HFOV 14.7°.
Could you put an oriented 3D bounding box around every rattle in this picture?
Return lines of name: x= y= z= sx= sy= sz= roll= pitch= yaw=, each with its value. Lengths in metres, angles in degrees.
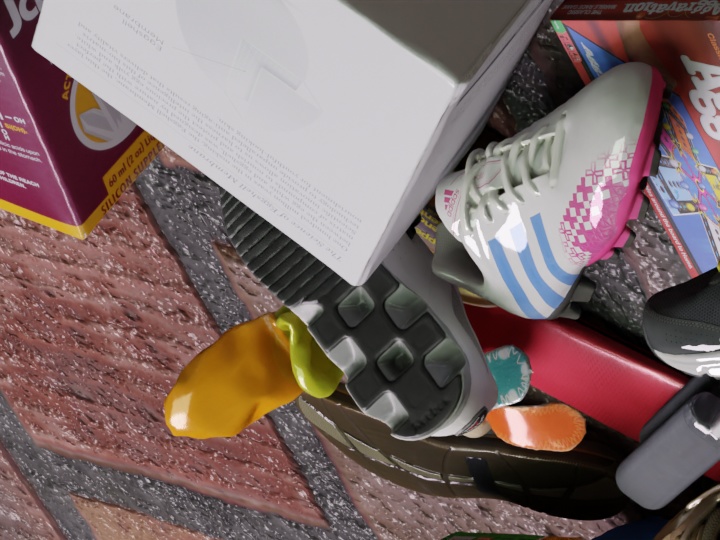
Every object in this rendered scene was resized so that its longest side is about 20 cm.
rattle: x=0.001 y=0.069 z=1.456 sx=0.200 sy=0.143 sz=0.131 roll=43 pitch=155 yaw=34

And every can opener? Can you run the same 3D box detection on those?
can opener: x=0.182 y=0.073 z=1.345 sx=0.066 sy=0.053 sz=0.200 roll=39 pitch=153 yaw=-3

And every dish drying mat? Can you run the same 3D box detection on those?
dish drying mat: x=0.127 y=0.055 z=1.460 sx=0.199 sy=0.018 sz=0.077 roll=26 pitch=150 yaw=21

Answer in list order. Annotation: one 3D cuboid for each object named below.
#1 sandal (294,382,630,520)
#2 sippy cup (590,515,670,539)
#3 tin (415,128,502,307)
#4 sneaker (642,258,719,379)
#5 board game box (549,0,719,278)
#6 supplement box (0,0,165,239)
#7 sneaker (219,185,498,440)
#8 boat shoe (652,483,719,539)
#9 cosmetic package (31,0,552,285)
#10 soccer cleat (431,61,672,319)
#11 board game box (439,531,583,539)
sandal: x=0.060 y=0.088 z=1.559 sx=0.199 sy=0.055 sz=0.082 roll=9 pitch=148 yaw=21
sippy cup: x=0.164 y=0.213 z=1.538 sx=0.177 sy=0.140 sz=0.131 roll=-15 pitch=111 yaw=46
tin: x=0.010 y=-0.057 z=1.416 sx=0.200 sy=0.042 sz=0.112 roll=34 pitch=148 yaw=8
sneaker: x=0.200 y=-0.018 z=1.202 sx=0.199 sy=0.074 sz=0.085 roll=-23 pitch=104 yaw=35
board game box: x=0.170 y=-0.042 z=1.267 sx=0.103 sy=0.019 sz=0.200 roll=4 pitch=136 yaw=46
supplement box: x=-0.170 y=-0.130 z=1.444 sx=0.085 sy=0.110 sz=0.201 roll=19 pitch=146 yaw=32
sneaker: x=0.000 y=0.000 z=1.378 sx=0.201 sy=0.074 sz=0.088 roll=60 pitch=-160 yaw=17
boat shoe: x=0.183 y=0.138 z=1.389 sx=0.200 sy=0.064 sz=0.072 roll=-45 pitch=64 yaw=37
cosmetic package: x=-0.027 y=-0.130 z=1.262 sx=0.199 sy=0.123 sz=0.200 roll=36 pitch=150 yaw=5
soccer cleat: x=0.081 y=-0.035 z=1.272 sx=0.086 sy=0.070 sz=0.200 roll=15 pitch=151 yaw=-3
board game box: x=0.105 y=0.239 z=1.491 sx=0.153 sy=0.040 sz=0.201 roll=-11 pitch=103 yaw=67
